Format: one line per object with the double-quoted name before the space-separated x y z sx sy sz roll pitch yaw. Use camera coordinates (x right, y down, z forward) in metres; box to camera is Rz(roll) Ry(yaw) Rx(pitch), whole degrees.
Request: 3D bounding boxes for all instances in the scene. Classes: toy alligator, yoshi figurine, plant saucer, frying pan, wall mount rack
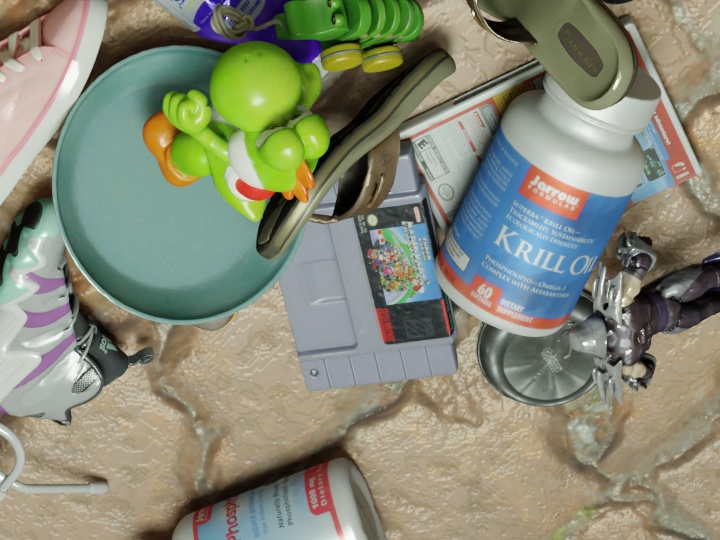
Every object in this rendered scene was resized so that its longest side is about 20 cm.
"toy alligator" -0.015 -0.175 1.497 0.054 0.060 0.199 -19 169 42
"yoshi figurine" -0.080 -0.108 1.459 0.112 0.200 0.113 30 79 -21
"plant saucer" -0.133 -0.062 1.564 0.199 0.036 0.202 0 91 -25
"frying pan" 0.187 0.061 1.721 0.188 0.031 0.116 -6 122 2
"wall mount rack" -0.310 0.191 1.733 0.173 0.075 0.200 33 115 -18

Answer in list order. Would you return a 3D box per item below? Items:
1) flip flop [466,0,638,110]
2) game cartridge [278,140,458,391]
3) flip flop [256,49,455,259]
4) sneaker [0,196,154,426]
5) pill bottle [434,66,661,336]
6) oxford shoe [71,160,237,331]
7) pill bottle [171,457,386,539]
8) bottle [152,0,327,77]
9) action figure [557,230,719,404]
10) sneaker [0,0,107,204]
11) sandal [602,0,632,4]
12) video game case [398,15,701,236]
"flip flop" 0.111 -0.186 1.492 0.057 0.200 0.081 -12 144 -44
"game cartridge" 0.000 0.000 1.657 0.129 0.038 0.201 -5 121 15
"flip flop" 0.003 -0.078 1.552 0.200 0.081 0.058 -45 103 -16
"sneaker" -0.220 0.038 1.654 0.139 0.078 0.201 18 127 -16
"pill bottle" 0.140 -0.061 1.576 0.112 0.112 0.201 17 118 -14
"oxford shoe" -0.163 -0.017 1.621 0.071 0.073 0.200 -34 117 16
"pill bottle" -0.083 0.235 1.753 0.199 0.109 0.109 -21 120 7
"bottle" -0.099 -0.206 1.520 0.200 0.065 0.084 37 103 -23
"action figure" 0.232 0.027 1.632 0.199 0.069 0.131 -18 132 -24
"sneaker" -0.267 -0.133 1.544 0.104 0.076 0.200 27 119 -24
"sandal" 0.152 -0.270 1.523 0.075 0.045 0.200 -23 134 15
"video game case" 0.142 -0.090 1.634 0.199 0.017 0.143 -25 119 10
